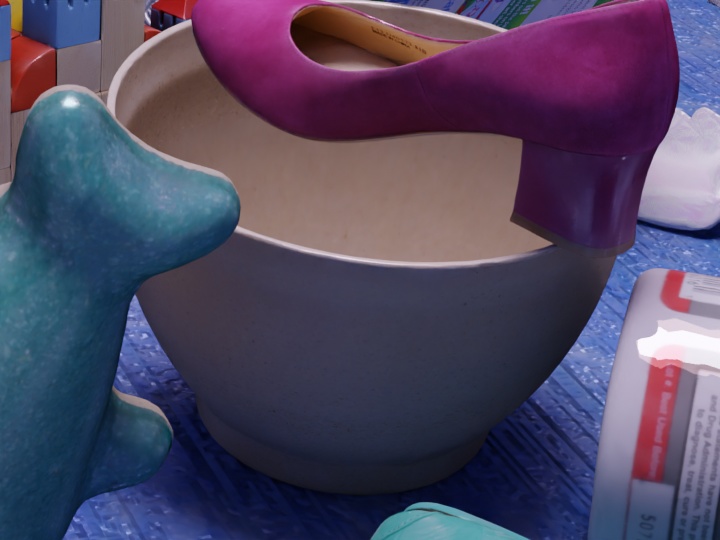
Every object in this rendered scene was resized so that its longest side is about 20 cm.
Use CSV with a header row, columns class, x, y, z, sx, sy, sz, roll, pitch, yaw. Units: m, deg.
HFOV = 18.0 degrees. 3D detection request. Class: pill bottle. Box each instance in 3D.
class,x,y,z,sx,sy,sz,roll,pitch,yaw
pill bottle,0.185,0.069,0.783,0.200,0.114,0.114,10,24,11

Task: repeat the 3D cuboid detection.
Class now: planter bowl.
class,x,y,z,sx,sy,sz,roll,pitch,yaw
planter bowl,0.000,0.000,0.871,0.200,0.135,0.200,5,32,-3

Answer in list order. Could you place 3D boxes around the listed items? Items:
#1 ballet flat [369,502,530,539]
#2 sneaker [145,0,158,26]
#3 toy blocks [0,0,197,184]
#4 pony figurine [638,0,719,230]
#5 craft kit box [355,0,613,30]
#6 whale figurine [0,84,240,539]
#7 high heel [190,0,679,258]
class,x,y,z,sx,sy,sz,roll,pitch,yaw
ballet flat,0.087,0.130,0.709,0.200,0.067,0.070,13,49,19
sneaker,-0.100,-0.169,1.287,0.199,0.080,0.130,-16,0,42
toy blocks,-0.135,-0.082,1.049,0.100,0.137,0.200,24,30,39
pony figurine,0.222,-0.082,1.127,0.193,0.167,0.200,32,19,34
craft kit box,0.033,-0.100,1.043,0.197,0.200,0.049,-10,62,-43
whale figurine,-0.124,0.035,0.722,0.159,0.200,0.104,34,27,-28
high heel,0.021,-0.084,0.791,0.200,0.096,0.067,32,40,33
